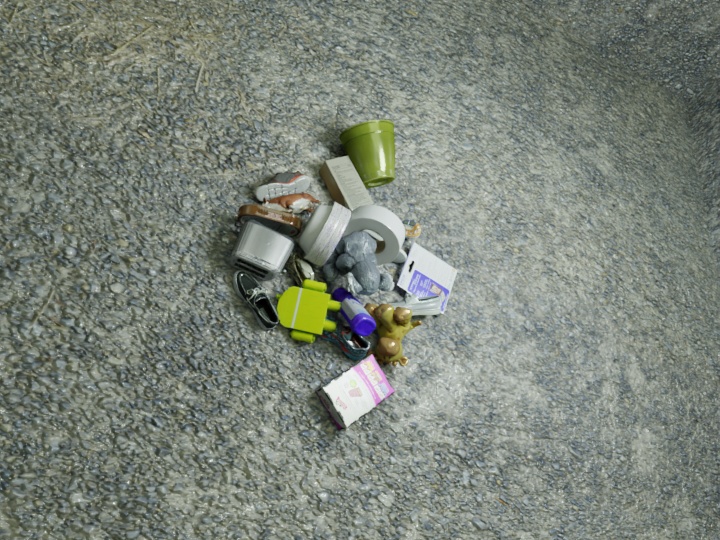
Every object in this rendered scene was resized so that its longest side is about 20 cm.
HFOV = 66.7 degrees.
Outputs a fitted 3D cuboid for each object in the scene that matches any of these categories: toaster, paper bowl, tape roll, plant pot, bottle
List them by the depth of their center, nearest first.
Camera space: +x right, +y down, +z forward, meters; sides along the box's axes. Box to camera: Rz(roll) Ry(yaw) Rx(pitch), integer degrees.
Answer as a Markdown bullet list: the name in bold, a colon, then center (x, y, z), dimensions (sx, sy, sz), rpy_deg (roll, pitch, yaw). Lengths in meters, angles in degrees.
- **toaster**: center (-0.303, -0.060, 1.627), dimensions (0.200, 0.114, 0.129), rpy_deg (26, 60, -15)
- **bottle**: center (-0.029, 0.117, 1.662), dimensions (0.084, 0.065, 0.200), rpy_deg (33, 11, -40)
- **paper bowl**: center (-0.120, -0.121, 1.690), dimensions (0.104, 0.201, 0.201), rpy_deg (29, 57, -9)
- **tape roll**: center (0.040, -0.114, 1.774), dimensions (0.202, 0.202, 0.071), rpy_deg (34, 48, -10)
- **plant pot**: center (0.042, -0.401, 1.931), dimensions (0.200, 0.200, 0.193), rpy_deg (-9, 84, -31)

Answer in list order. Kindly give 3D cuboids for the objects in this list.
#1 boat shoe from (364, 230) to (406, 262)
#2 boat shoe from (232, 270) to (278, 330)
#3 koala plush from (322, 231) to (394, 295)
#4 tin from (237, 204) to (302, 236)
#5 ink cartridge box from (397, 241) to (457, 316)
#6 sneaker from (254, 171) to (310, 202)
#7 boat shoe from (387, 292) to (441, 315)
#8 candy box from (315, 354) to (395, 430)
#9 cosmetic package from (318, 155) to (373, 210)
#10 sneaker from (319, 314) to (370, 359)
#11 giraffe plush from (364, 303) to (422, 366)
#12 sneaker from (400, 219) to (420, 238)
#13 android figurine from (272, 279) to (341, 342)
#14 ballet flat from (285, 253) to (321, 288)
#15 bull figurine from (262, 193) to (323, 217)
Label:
- **boat shoe**: center (0.079, -0.101, 1.871), dimensions (0.200, 0.071, 0.064), rpy_deg (34, 50, -11)
- **boat shoe**: center (-0.302, 0.079, 1.588), dimensions (0.074, 0.068, 0.200), rpy_deg (-23, 80, -34)
- **koala plush**: center (0.000, 0.000, 1.677), dimensions (0.177, 0.184, 0.200), rpy_deg (3, 38, -25)
- **tin**: center (-0.278, -0.151, 1.683), dimensions (0.200, 0.112, 0.042), rpy_deg (14, 71, -21)
- **ink cartridge box**: center (0.228, 0.029, 1.905), dimensions (0.200, 0.043, 0.198), rpy_deg (33, 57, -13)
- **sneaker**: center (-0.266, -0.279, 1.787), dimensions (0.200, 0.077, 0.082), rpy_deg (-19, 51, -34)
- **boat shoe**: center (0.172, 0.108, 1.802), dimensions (0.201, 0.070, 0.072), rpy_deg (0, 99, -17)
- **candy box**: center (-0.014, 0.358, 1.616), dimensions (0.200, 0.061, 0.136), rpy_deg (-28, 83, -35)
- **cosmetic package**: center (-0.051, -0.288, 1.888), dimensions (0.105, 0.071, 0.200), rpy_deg (-19, 78, -32)
- **sneaker**: center (-0.051, 0.185, 1.655), dimensions (0.200, 0.096, 0.079), rpy_deg (36, 56, -9)
- **giraffe plush**: center (0.089, 0.209, 1.705), dimensions (0.200, 0.172, 0.162), rpy_deg (39, 59, -49)
- **sneaker**: center (0.113, -0.153, 1.920), dimensions (0.200, 0.088, 0.075), rpy_deg (24, 80, 8)
- **android figurine**: center (-0.161, 0.118, 1.617), dimensions (0.200, 0.041, 0.182), rpy_deg (10, 84, 5)
- **ballet flat**: center (-0.160, 0.033, 1.679), dimensions (0.068, 0.075, 0.200), rpy_deg (-29, 83, -45)
- **bull figurine**: center (-0.218, -0.205, 1.748), dimensions (0.200, 0.065, 0.121), rpy_deg (-23, 46, -40)
